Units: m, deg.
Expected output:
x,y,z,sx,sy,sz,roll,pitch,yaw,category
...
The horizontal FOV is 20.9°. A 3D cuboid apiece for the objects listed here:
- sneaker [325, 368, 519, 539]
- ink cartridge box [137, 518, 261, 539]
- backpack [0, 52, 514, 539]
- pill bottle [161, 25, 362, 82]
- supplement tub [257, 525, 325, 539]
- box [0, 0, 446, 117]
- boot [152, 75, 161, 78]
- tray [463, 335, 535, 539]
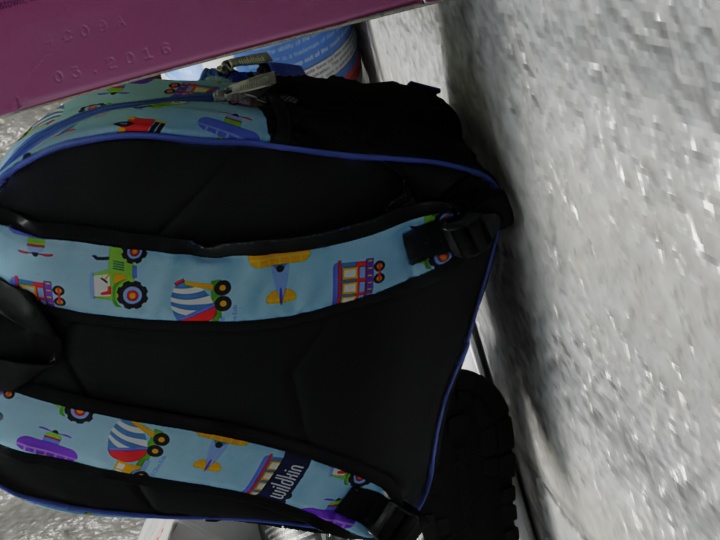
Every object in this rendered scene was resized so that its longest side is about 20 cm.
x,y,z,sx,sy,sz,roll,pitch,yaw,category
0.026,0.142,0.876,0.087,0.075,0.202,1,91,56,sneaker
-0.087,0.158,1.100,0.115,0.068,0.200,-60,7,30,ink cartridge box
-0.062,0.007,0.757,0.135,0.199,0.184,-110,29,-57,backpack
-0.067,-0.177,1.035,0.112,0.112,0.201,-111,8,-54,pill bottle
0.023,0.182,0.992,0.123,0.122,0.201,92,163,-75,supplement tub
-0.070,-0.140,0.757,0.200,0.175,0.097,-119,14,-75,box
-0.112,-0.086,1.180,0.074,0.201,0.097,27,180,20,boot
0.036,0.122,0.914,0.022,0.107,0.201,7,-117,-56,tray
